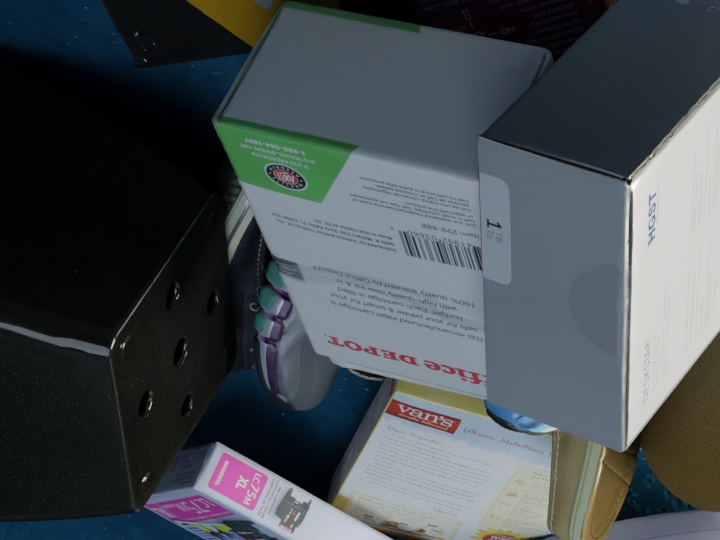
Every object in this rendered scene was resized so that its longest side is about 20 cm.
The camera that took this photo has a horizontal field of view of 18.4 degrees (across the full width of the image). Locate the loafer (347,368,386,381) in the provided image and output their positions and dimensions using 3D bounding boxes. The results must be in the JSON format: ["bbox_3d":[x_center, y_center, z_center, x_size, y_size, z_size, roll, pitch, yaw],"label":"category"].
[{"bbox_3d":[0.042,0.005,1.307,0.076,0.068,0.200,26,130,-15],"label":"loafer"}]

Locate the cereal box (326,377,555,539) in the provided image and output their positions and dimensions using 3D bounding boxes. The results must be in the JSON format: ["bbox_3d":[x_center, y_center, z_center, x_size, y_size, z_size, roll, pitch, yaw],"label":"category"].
[{"bbox_3d":[0.068,0.121,1.393,0.144,0.040,0.200,16,149,-6],"label":"cereal box"}]

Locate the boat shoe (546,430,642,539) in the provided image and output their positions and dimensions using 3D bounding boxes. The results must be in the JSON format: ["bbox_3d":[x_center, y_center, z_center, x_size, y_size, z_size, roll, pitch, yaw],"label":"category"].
[{"bbox_3d":[0.128,0.059,1.284,0.066,0.201,0.074,7,169,23],"label":"boat shoe"}]

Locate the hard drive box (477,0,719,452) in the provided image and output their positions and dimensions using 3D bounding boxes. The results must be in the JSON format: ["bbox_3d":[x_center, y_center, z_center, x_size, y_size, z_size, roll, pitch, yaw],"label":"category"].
[{"bbox_3d":[0.139,-0.041,1.042,0.077,0.200,0.156,19,133,27],"label":"hard drive box"}]

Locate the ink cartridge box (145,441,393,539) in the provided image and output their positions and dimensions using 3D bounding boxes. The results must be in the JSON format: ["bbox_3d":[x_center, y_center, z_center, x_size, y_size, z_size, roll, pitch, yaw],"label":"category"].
[{"bbox_3d":[-0.043,0.176,1.462,0.200,0.042,0.119,29,160,-20],"label":"ink cartridge box"}]

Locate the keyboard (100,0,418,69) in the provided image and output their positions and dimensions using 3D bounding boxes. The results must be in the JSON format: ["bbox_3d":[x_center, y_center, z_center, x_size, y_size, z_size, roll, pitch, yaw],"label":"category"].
[{"bbox_3d":[-0.048,-0.135,1.190,0.200,0.021,0.127,-4,127,36],"label":"keyboard"}]

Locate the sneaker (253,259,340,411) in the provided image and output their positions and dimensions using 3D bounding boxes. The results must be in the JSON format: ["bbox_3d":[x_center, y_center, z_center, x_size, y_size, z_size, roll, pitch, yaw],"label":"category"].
[{"bbox_3d":[0.000,0.000,1.253,0.087,0.074,0.200,25,116,28],"label":"sneaker"}]

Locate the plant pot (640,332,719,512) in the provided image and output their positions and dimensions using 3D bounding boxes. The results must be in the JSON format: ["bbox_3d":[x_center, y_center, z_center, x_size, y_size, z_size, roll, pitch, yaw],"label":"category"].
[{"bbox_3d":[0.246,0.062,1.270,0.186,0.187,0.200,23,145,-13],"label":"plant pot"}]

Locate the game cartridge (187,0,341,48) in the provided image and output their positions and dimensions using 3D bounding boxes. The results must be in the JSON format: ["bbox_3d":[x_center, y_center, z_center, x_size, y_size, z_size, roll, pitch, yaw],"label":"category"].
[{"bbox_3d":[-0.071,-0.220,1.082,0.176,0.032,0.200,36,138,23],"label":"game cartridge"}]

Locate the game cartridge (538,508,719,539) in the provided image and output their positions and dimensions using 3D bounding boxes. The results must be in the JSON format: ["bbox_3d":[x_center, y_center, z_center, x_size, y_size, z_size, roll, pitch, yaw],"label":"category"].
[{"bbox_3d":[0.191,0.197,1.447,0.199,0.041,0.133,-12,155,14],"label":"game cartridge"}]

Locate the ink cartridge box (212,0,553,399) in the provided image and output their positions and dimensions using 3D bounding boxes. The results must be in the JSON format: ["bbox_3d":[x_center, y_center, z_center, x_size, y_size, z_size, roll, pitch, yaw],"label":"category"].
[{"bbox_3d":[0.030,-0.028,1.101,0.146,0.084,0.200,14,150,23],"label":"ink cartridge box"}]

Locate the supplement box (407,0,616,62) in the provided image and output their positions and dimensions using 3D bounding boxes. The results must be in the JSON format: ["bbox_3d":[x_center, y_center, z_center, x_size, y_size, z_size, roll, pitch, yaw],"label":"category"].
[{"bbox_3d":[0.082,-0.146,1.135,0.085,0.111,0.200,-13,129,20],"label":"supplement box"}]

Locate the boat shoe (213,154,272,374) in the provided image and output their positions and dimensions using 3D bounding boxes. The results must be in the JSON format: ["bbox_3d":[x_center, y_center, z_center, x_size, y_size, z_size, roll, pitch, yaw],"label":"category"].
[{"bbox_3d":[-0.064,-0.007,1.311,0.062,0.075,0.200,9,138,-7],"label":"boat shoe"}]

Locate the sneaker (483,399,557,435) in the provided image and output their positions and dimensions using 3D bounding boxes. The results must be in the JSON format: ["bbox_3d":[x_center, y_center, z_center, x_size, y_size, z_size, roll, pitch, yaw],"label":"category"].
[{"bbox_3d":[0.120,-0.005,1.213,0.078,0.200,0.090,29,179,26],"label":"sneaker"}]

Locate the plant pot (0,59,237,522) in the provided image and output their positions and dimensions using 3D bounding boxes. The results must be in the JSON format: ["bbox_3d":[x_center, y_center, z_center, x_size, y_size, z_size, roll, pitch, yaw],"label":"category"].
[{"bbox_3d":[-0.177,0.024,1.240,0.177,0.200,0.200,14,135,17],"label":"plant pot"}]
